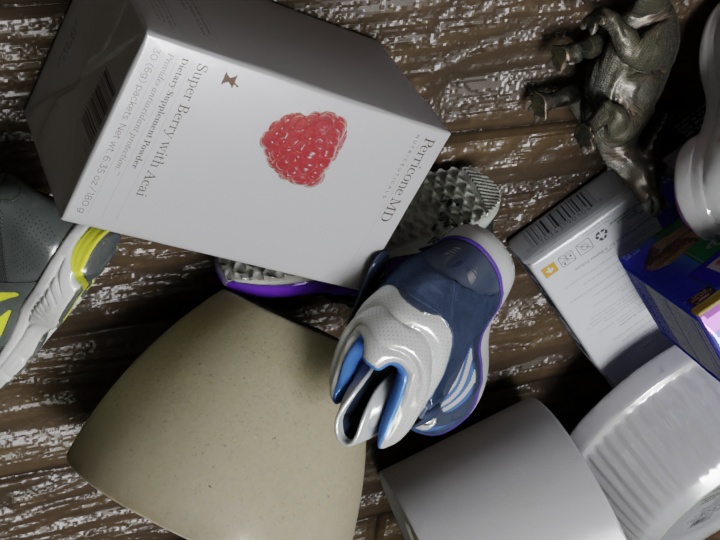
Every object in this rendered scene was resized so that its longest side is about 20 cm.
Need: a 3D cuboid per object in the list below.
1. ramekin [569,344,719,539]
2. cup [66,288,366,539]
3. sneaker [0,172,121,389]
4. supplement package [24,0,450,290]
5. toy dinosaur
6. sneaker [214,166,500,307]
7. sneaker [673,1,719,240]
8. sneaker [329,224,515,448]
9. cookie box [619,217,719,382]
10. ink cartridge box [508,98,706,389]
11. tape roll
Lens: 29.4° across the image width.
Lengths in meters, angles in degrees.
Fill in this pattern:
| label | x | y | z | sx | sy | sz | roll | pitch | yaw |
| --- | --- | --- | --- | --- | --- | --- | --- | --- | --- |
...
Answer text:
| label | x | y | z | sx | sy | sz | roll | pitch | yaw |
| --- | --- | --- | --- | --- | --- | --- | --- | --- | --- |
| ramekin | 0.271 | 0.143 | 1.113 | 0.200 | 0.105 | 0.200 | -27 | 153 | -15 |
| cup | -0.075 | 0.097 | 0.915 | 0.200 | 0.200 | 0.144 | 26 | 87 | -38 |
| sneaker | -0.208 | 0.003 | 0.817 | 0.085 | 0.075 | 0.200 | 41 | 140 | -7 |
| supplement package | -0.072 | -0.086 | 0.799 | 0.199 | 0.120 | 0.122 | 13 | 118 | -33 |
| toy dinosaur | 0.177 | -0.137 | 0.928 | 0.102 | 0.077 | 0.201 | -13 | 115 | -37 |
| sneaker | 0.000 | 0.000 | 0.938 | 0.199 | 0.070 | 0.100 | -12 | 138 | -14 |
| sneaker | 0.272 | -0.111 | 0.910 | 0.075 | 0.201 | 0.099 | 34 | 149 | -34 |
| sneaker | 0.020 | 0.071 | 0.869 | 0.146 | 0.080 | 0.200 | -41 | 160 | -36 |
| cookie box | 0.281 | -0.009 | 0.917 | 0.171 | 0.200 | 0.075 | -34 | 101 | 3 |
| ink cartridge box | 0.239 | -0.012 | 1.060 | 0.198 | 0.043 | 0.200 | -36 | 130 | 4 |
| tape roll | 0.118 | 0.218 | 1.074 | 0.139 | 0.203 | 0.203 | -26 | 132 | -6 |
